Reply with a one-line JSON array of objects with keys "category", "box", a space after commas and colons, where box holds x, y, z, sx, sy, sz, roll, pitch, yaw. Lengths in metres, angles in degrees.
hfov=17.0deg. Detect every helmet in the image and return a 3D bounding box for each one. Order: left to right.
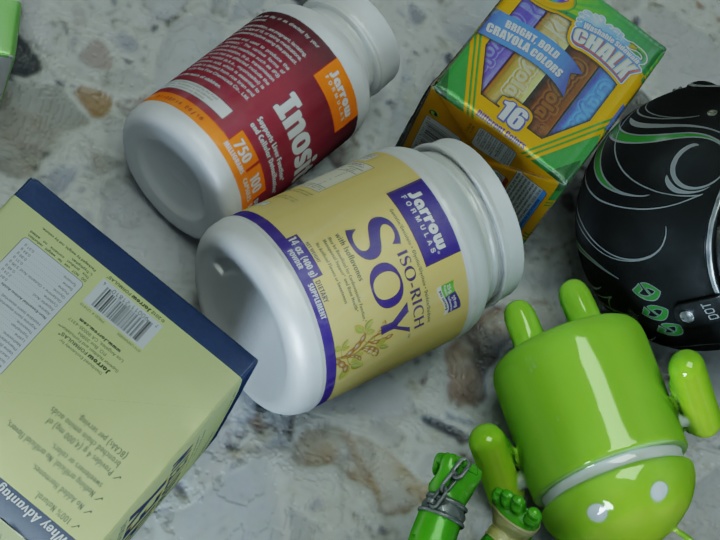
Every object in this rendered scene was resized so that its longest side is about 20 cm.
[{"category": "helmet", "box": [0.251, -0.039, 1.759, 0.199, 0.190, 0.202, -5, 100, -32]}]

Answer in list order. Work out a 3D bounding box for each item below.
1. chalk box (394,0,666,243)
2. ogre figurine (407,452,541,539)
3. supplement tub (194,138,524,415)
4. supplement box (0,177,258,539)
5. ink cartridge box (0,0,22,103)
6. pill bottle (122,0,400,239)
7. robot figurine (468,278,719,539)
[{"category": "chalk box", "box": [0.136, -0.138, 1.810, 0.124, 0.125, 0.200, 37, 61, 4]}, {"category": "ogre figurine", "box": [0.091, 0.232, 1.627, 0.098, 0.201, 0.120, 19, 60, 46]}, {"category": "supplement tub", "box": [0.000, 0.000, 1.686, 0.199, 0.146, 0.146, -25, 73, -26]}, {"category": "supplement box", "box": [-0.213, 0.092, 1.581, 0.200, 0.134, 0.200, 38, 60, 4]}, {"category": "ink cartridge box", "box": [-0.314, -0.232, 1.743, 0.144, 0.084, 0.202, 10, 62, -12]}, {"category": "pill bottle", "box": [-0.067, -0.120, 1.745, 0.113, 0.113, 0.200, 45, 61, 8]}, {"category": "robot figurine", "box": [0.164, 0.111, 1.698, 0.174, 0.116, 0.201, -20, 71, 3]}]
